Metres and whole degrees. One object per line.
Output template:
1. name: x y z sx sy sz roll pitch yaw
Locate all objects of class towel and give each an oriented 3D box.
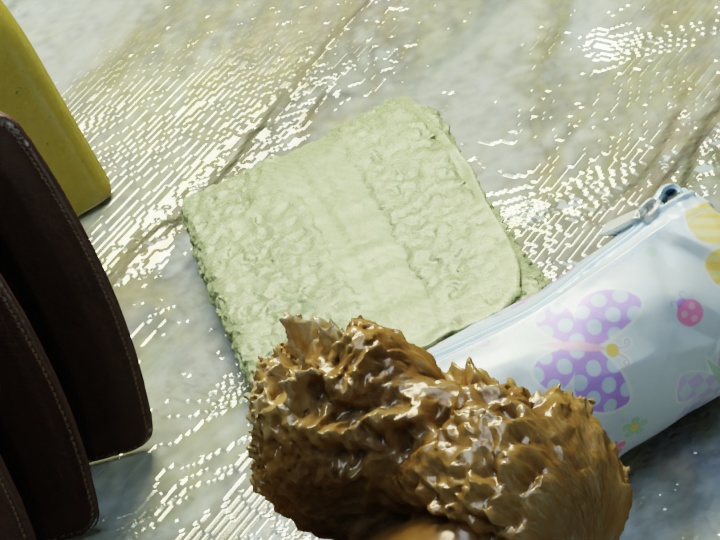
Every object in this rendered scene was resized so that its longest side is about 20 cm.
1. towel: 0.000 0.000 1.108 0.148 0.037 0.200 -25 41 -5

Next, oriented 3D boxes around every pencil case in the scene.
1. pencil case: 0.078 0.046 0.981 0.200 0.091 0.083 -32 41 -13

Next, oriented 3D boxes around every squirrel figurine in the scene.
1. squirrel figurine: 0.008 0.117 0.866 0.141 0.201 0.186 4 4 -37

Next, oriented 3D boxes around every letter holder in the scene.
1. letter holder: -0.170 0.050 0.991 0.141 0.201 0.101 -17 40 3

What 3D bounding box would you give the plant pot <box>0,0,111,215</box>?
1. plant pot: -0.276 -0.111 1.218 0.194 0.201 0.196 -30 42 -12
